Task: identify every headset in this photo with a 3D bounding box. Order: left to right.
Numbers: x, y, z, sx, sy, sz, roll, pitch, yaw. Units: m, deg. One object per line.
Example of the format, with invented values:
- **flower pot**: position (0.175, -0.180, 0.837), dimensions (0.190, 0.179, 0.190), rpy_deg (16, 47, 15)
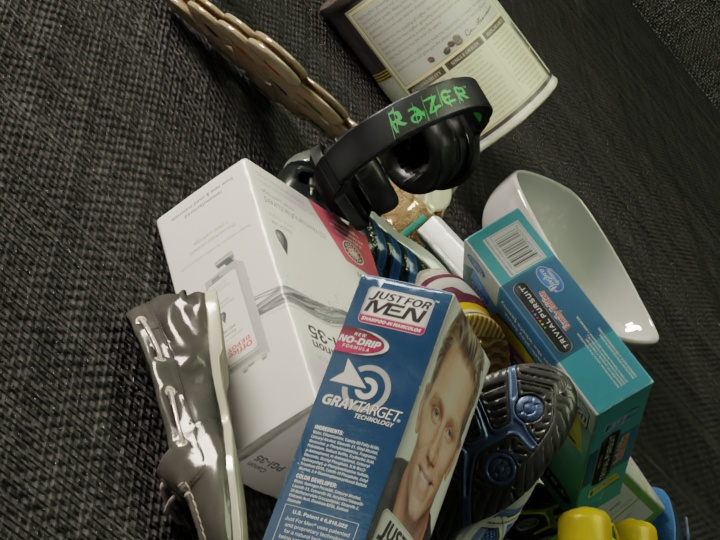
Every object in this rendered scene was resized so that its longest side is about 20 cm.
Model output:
- **headset**: position (0.013, -0.085, 1.171), dimensions (0.094, 0.123, 0.200), rpy_deg (60, -23, 11)

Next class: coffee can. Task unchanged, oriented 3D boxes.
- **coffee can**: position (0.077, -0.222, 1.662), dimensions (0.200, 0.146, 0.146), rpy_deg (52, 21, -10)

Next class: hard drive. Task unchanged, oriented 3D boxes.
- **hard drive**: position (0.132, 0.048, 1.351), dimensions (0.200, 0.026, 0.132), rpy_deg (49, 4, 27)

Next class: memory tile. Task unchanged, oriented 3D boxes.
- **memory tile**: position (-0.069, -0.153, 1.307), dimensions (0.153, 0.017, 0.200), rpy_deg (43, -3, -38)

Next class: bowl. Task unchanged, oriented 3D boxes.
- **bowl**: position (0.200, 0.003, 1.696), dimensions (0.200, 0.075, 0.200), rpy_deg (12, 49, -61)

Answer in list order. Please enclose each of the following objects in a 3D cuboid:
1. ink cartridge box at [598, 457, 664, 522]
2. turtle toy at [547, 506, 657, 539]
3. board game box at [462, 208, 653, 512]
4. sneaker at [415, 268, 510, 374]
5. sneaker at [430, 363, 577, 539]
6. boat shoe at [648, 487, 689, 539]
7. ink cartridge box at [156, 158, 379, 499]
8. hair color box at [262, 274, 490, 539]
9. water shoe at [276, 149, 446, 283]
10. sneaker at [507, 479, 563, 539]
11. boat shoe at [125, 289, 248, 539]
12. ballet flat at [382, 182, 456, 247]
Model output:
- **ink cartridge box**: position (0.158, 0.134, 1.399), dimensions (0.200, 0.059, 0.104), rpy_deg (43, 9, -30)
- **turtle toy**: position (0.135, 0.239, 1.167), dimensions (0.200, 0.101, 0.146), rpy_deg (22, 62, -52)
- **board game box**: position (0.128, 0.071, 1.172), dimensions (0.151, 0.047, 0.200), rpy_deg (55, -14, 25)
- **sneaker**: position (0.064, 0.095, 1.173), dimensions (0.090, 0.075, 0.200), rpy_deg (-116, -155, -56)
- **sneaker**: position (0.063, 0.139, 1.058), dimensions (0.076, 0.200, 0.077), rpy_deg (41, 6, 17)
- **boat shoe**: position (0.239, 0.275, 1.401), dimensions (0.069, 0.084, 0.200), rpy_deg (50, 37, -35)
- **ink cartridge box**: position (-0.039, 0.048, 1.100), dimensions (0.146, 0.083, 0.200), rpy_deg (32, 30, -48)
- **hair color box**: position (0.007, 0.115, 0.954), dimensions (0.100, 0.060, 0.200), rpy_deg (58, 48, -59)
- **water shoe**: position (0.000, 0.000, 1.307), dimensions (0.200, 0.071, 0.079), rpy_deg (46, 45, -14)
- **sneaker**: position (0.113, 0.148, 1.296), dimensions (0.200, 0.075, 0.076), rpy_deg (34, 30, -46)
- **boat shoe**: position (-0.099, 0.097, 0.961), dimensions (0.067, 0.057, 0.200), rpy_deg (87, -6, -50)
- **ballet flat**: position (0.058, -0.065, 1.503), dimensions (0.071, 0.065, 0.200), rpy_deg (50, 21, -15)
